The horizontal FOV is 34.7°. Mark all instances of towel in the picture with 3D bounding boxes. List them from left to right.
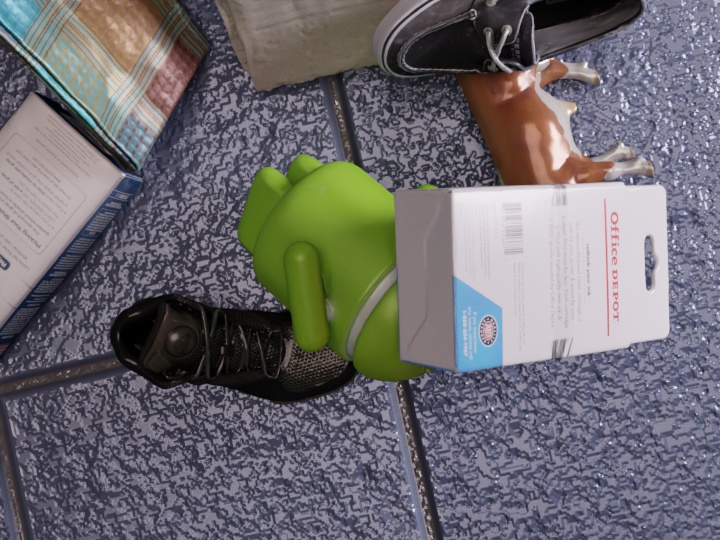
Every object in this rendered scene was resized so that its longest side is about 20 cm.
[{"bbox_3d":[-0.196,-0.190,0.840,0.021,0.200,0.148,-4,49,39],"label":"towel"},{"bbox_3d":[-0.011,-0.207,0.865,0.197,0.133,0.035,-9,49,10],"label":"towel"}]

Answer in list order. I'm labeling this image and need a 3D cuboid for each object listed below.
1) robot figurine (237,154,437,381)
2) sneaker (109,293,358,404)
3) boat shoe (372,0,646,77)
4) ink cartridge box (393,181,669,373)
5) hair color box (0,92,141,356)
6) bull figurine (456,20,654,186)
[{"bbox_3d":[0.000,0.000,0.855,0.200,0.175,0.117,41,127,21],"label":"robot figurine"},{"bbox_3d":[-0.097,0.062,0.877,0.196,0.114,0.078,10,91,2],"label":"sneaker"},{"bbox_3d":[0.108,-0.175,0.834,0.197,0.072,0.068,-15,48,-1],"label":"boat shoe"},{"bbox_3d":[0.121,0.000,0.796,0.198,0.066,0.118,-4,93,-34],"label":"ink cartridge box"},{"bbox_3d":[-0.276,-0.028,0.908,0.100,0.061,0.201,41,92,3],"label":"hair color box"},{"bbox_3d":[0.147,-0.091,0.885,0.120,0.065,0.203,-22,89,1],"label":"bull figurine"}]
